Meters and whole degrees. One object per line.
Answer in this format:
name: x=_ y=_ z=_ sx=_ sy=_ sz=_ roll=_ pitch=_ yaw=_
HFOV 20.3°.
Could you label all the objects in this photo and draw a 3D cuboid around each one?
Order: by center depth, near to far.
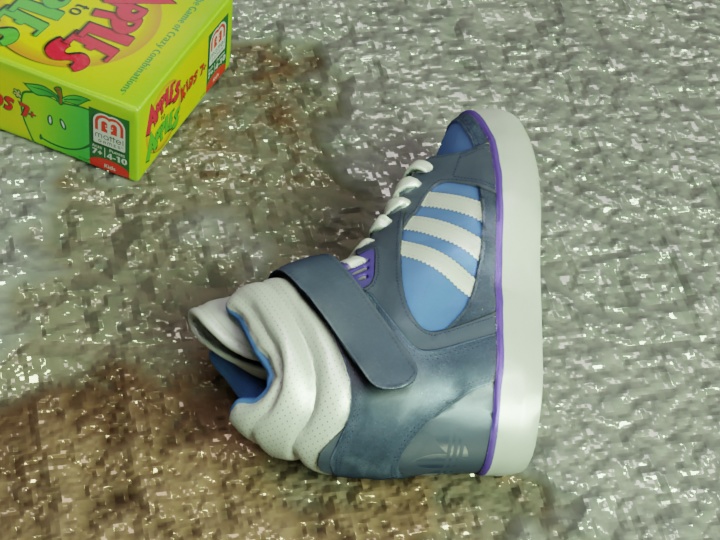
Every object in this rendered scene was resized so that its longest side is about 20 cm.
sneaker: x=0.000 y=0.000 z=0.870 sx=0.146 sy=0.081 sz=0.201 roll=6 pitch=50 yaw=-7
board game box: x=-0.175 y=-0.123 z=0.997 sx=0.199 sy=0.048 sz=0.102 roll=20 pitch=46 yaw=13
